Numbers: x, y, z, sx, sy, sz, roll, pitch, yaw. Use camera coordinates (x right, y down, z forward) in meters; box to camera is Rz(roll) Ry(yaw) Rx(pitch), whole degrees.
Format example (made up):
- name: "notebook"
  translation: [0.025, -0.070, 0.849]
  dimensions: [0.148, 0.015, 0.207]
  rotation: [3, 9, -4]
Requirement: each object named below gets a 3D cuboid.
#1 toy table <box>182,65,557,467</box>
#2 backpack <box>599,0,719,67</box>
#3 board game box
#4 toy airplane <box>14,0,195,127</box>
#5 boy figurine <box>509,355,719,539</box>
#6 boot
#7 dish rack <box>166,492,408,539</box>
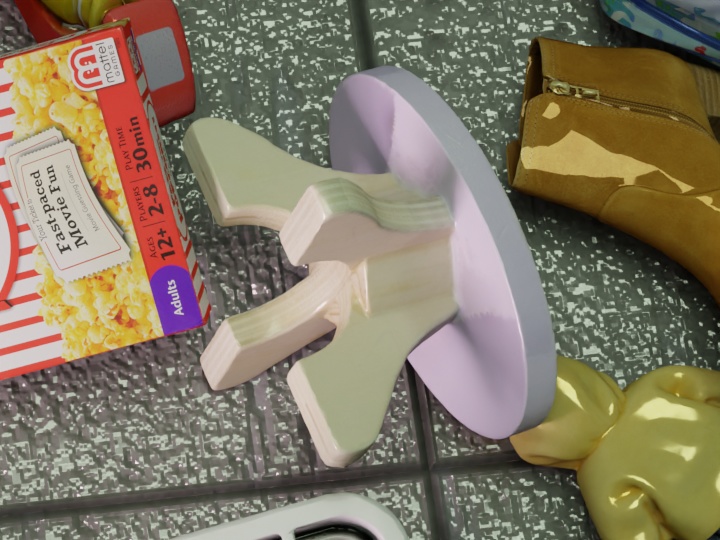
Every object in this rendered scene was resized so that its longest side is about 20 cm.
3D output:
- name: "toy table"
  translation: [0.000, 0.000, 1.383]
  dimensions: [0.117, 0.184, 0.201]
  rotation: [-16, 58, -28]
- name: "backpack"
  translation: [0.219, -0.172, 1.486]
  dimensions: [0.199, 0.154, 0.164]
  rotation: [29, 51, -11]
- name: "board game box"
  translation: [-0.188, -0.023, 1.375]
  dimensions: [0.199, 0.046, 0.152]
  rotation: [-15, 100, 3]
- name: "toy airplane"
  translation: [-0.155, -0.182, 1.446]
  dimensions: [0.198, 0.141, 0.201]
  rotation: [21, 54, -6]
- name: "boy figurine"
  translation: [0.156, 0.104, 1.409]
  dimensions: [0.199, 0.064, 0.125]
  rotation: [23, 68, 4]
- name: "boot"
  translation: [0.147, -0.030, 1.450]
  dimensions: [0.143, 0.071, 0.202]
  rotation: [6, 53, -12]
- name: "dish rack"
  translation: [-0.041, 0.213, 1.252]
  dimensions: [0.171, 0.044, 0.201]
  rotation: [-15, 76, -10]
